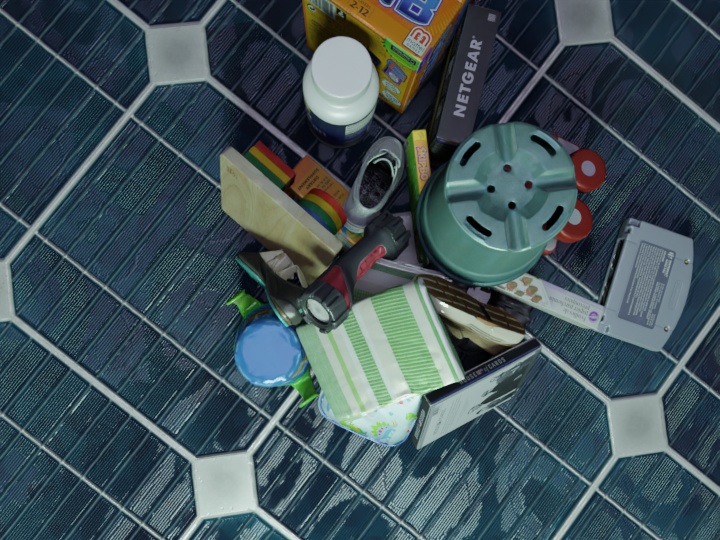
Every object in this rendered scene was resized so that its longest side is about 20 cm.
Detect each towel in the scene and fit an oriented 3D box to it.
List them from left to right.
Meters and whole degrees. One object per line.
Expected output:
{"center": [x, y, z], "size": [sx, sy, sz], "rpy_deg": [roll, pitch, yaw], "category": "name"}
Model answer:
{"center": [0.025, 0.112, 0.714], "size": [0.199, 0.023, 0.154], "rpy_deg": [-24, 89, 20], "category": "towel"}
{"center": [0.045, 0.076, 0.817], "size": [0.148, 0.031, 0.201], "rpy_deg": [17, 115, 4], "category": "towel"}

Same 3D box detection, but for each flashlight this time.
{"center": [0.000, 0.000, 0.712], "size": [0.068, 0.068, 0.200], "rpy_deg": [29, 49, 23], "category": "flashlight"}

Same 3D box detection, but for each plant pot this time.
{"center": [0.173, -0.086, 0.670], "size": [0.198, 0.196, 0.202], "rpy_deg": [0, 84, 4], "category": "plant pot"}

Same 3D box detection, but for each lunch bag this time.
{"center": [0.029, 0.157, 0.794], "size": [0.160, 0.083, 0.201], "rpy_deg": [22, 115, -1], "category": "lunch bag"}

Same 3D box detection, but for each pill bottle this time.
{"center": [-0.030, -0.262, 0.777], "size": [0.110, 0.200, 0.112], "rpy_deg": [0, 88, -3], "category": "pill bottle"}

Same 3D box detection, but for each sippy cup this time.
{"center": [-0.134, 0.118, 0.794], "size": [0.176, 0.130, 0.141], "rpy_deg": [19, 88, -3], "category": "sippy cup"}

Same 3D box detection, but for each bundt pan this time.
{"center": [0.192, 0.040, 0.843], "size": [0.200, 0.076, 0.204], "rpy_deg": [0, 89, -3], "category": "bundt pan"}

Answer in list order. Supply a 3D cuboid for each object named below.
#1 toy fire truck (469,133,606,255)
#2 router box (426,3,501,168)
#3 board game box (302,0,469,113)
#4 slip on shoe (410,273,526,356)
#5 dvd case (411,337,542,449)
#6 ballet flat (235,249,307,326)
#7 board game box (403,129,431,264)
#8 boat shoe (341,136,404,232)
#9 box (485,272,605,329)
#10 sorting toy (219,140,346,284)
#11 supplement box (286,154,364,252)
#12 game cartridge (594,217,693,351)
{"center": [0.271, -0.129, 0.819], "size": [0.167, 0.112, 0.201], "rpy_deg": [22, 77, -9], "category": "toy fire truck"}
{"center": [0.149, -0.274, 0.810], "size": [0.052, 0.157, 0.202], "rpy_deg": [14, 88, -2], "category": "router box"}
{"center": [0.050, -0.405, 0.786], "size": [0.199, 0.200, 0.201], "rpy_deg": [35, 86, -1], "category": "board game box"}
{"center": [0.148, 0.070, 0.753], "size": [0.199, 0.076, 0.061], "rpy_deg": [23, 119, -25], "category": "slip on shoe"}
{"center": [0.172, 0.187, 0.784], "size": [0.199, 0.151, 0.025], "rpy_deg": [-21, 54, -20], "category": "dvd case"}
{"center": [-0.124, 0.013, 0.787], "size": [0.068, 0.200, 0.068], "rpy_deg": [-40, 134, -8], "category": "ballet flat"}
{"center": [0.096, -0.112, 0.826], "size": [0.030, 0.096, 0.202], "rpy_deg": [-4, 93, -3], "category": "board game box"}
{"center": [0.032, -0.146, 0.805], "size": [0.070, 0.072, 0.202], "rpy_deg": [31, 56, -10], "category": "boat shoe"}
{"center": [0.271, 0.036, 0.792], "size": [0.199, 0.041, 0.039], "rpy_deg": [22, 86, -7], "category": "box"}
{"center": [-0.110, -0.085, 0.776], "size": [0.199, 0.200, 0.070], "rpy_deg": [41, 69, -1], "category": "sorting toy"}
{"center": [-0.034, -0.088, 0.833], "size": [0.200, 0.069, 0.067], "rpy_deg": [41, 72, -3], "category": "supplement box"}
{"center": [0.482, 0.026, 0.881], "size": [0.132, 0.041, 0.202], "rpy_deg": [19, 87, 1], "category": "game cartridge"}
